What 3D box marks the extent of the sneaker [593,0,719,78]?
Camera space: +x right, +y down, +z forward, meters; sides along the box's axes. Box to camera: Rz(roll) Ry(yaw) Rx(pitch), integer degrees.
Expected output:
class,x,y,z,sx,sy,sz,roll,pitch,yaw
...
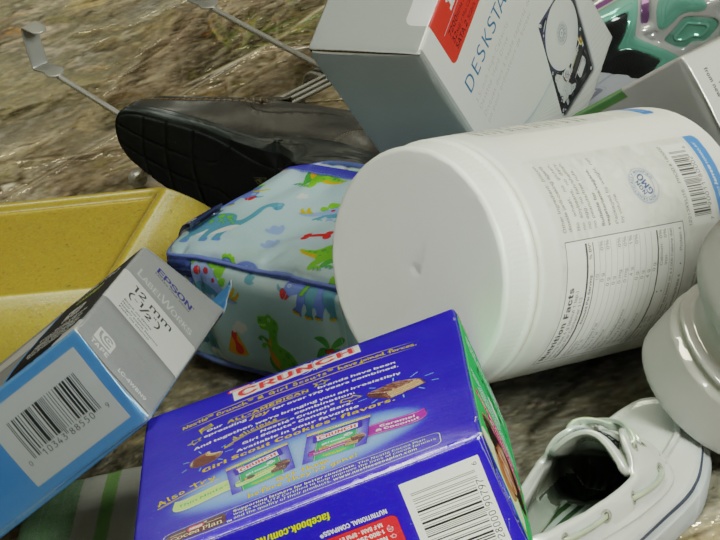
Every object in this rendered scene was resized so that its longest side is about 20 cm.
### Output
class,x,y,z,sx,sy,sz,roll,pitch,yaw
sneaker,0.225,-0.189,1.970,0.199,0.078,0.140,-11,25,1

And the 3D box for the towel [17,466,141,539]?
class,x,y,z,sx,sy,sz,roll,pitch,yaw
towel,-0.081,0.135,1.494,0.199,0.023,0.153,-11,24,7

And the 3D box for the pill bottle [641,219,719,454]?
class,x,y,z,sx,sy,sz,roll,pitch,yaw
pill bottle,0.230,0.000,1.419,0.200,0.114,0.114,-50,1,36

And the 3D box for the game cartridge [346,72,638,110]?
class,x,y,z,sx,sy,sz,roll,pitch,yaw
game cartridge,0.084,-0.092,1.881,0.200,0.041,0.133,10,29,40

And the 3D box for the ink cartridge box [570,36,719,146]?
class,x,y,z,sx,sy,sz,roll,pitch,yaw
ink cartridge box,0.244,-0.107,1.716,0.200,0.085,0.146,-27,0,-29

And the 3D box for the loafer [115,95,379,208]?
class,x,y,z,sx,sy,sz,roll,pitch,yaw
loafer,-0.059,-0.078,1.847,0.199,0.073,0.072,16,47,18

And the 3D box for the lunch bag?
class,x,y,z,sx,sy,sz,roll,pitch,yaw
lunch bag,0.000,0.000,1.674,0.200,0.083,0.161,13,32,41

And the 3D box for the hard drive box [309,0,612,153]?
class,x,y,z,sx,sy,sz,roll,pitch,yaw
hard drive box,0.063,-0.135,1.724,0.077,0.200,0.156,5,62,30

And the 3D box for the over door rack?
class,x,y,z,sx,sy,sz,roll,pitch,yaw
over door rack,-0.113,-0.123,1.981,0.147,0.067,0.200,-27,49,-28

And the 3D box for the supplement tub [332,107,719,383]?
class,x,y,z,sx,sy,sz,roll,pitch,yaw
supplement tub,0.098,-0.014,1.538,0.200,0.132,0.132,-10,17,-43

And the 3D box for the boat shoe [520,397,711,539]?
class,x,y,z,sx,sy,sz,roll,pitch,yaw
boat shoe,0.120,0.104,1.408,0.073,0.067,0.200,-1,27,23

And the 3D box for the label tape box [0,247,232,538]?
class,x,y,z,sx,sy,sz,roll,pitch,yaw
label tape box,-0.155,0.060,1.537,0.143,0.066,0.200,-38,9,20

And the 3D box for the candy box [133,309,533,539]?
class,x,y,z,sx,sy,sz,roll,pitch,yaw
candy box,-0.014,0.103,1.357,0.169,0.077,0.200,-21,16,4

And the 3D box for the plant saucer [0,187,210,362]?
class,x,y,z,sx,sy,sz,roll,pitch,yaw
plant saucer,-0.196,0.005,1.793,0.199,0.049,0.200,-5,26,15
